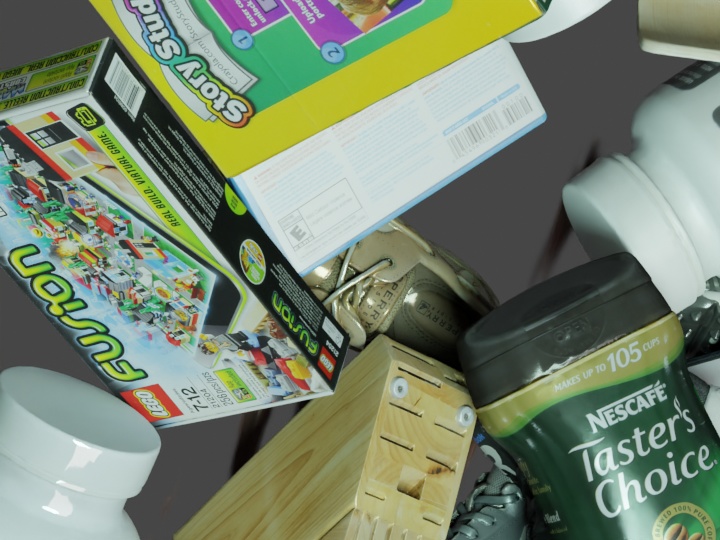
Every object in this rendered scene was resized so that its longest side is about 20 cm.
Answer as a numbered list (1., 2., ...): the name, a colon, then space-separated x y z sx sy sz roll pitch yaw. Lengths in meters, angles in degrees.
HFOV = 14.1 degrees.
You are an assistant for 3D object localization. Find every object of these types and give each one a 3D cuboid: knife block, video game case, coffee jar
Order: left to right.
1. knife block: -0.044 0.132 1.382 0.064 0.175 0.201 26 74 -41
2. video game case: -0.021 -0.116 1.290 0.143 0.018 0.201 -32 109 -8
3. coffee jar: 0.125 0.096 1.331 0.104 0.085 0.201 -27 88 -5

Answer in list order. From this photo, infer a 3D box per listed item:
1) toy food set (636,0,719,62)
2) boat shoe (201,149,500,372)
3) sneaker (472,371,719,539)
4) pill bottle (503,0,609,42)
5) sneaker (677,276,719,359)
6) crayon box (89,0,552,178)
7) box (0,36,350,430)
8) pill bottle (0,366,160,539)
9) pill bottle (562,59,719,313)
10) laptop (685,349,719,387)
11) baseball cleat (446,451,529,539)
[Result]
1. toy food set: 0.208 -0.190 1.318 0.143 0.060 0.201 7 97 -2
2. boat shoe: 0.000 0.000 1.359 0.199 0.065 0.071 25 101 -34
3. sneaker: 0.090 0.125 1.409 0.111 0.073 0.201 28 82 2
4. pill bottle: 0.041 -0.198 1.231 0.104 0.104 0.200 -35 111 -7
5. sneaker: 0.239 0.011 1.486 0.199 0.091 0.067 6 147 -10
6. crayon box: -0.042 -0.158 1.185 0.172 0.058 0.200 -25 113 32
7. box: -0.102 -0.011 1.283 0.110 0.035 0.200 -13 132 32
8. pill bottle: -0.167 0.150 1.322 0.112 0.112 0.201 17 106 -32
9. pill bottle: 0.200 -0.061 1.401 0.199 0.111 0.111 -33 124 -8
10. laptop: 0.272 0.116 1.451 0.199 0.116 0.187 -16 140 17
11. baseball cleat: 0.056 0.132 1.462 0.199 0.070 0.107 -15 106 -25
